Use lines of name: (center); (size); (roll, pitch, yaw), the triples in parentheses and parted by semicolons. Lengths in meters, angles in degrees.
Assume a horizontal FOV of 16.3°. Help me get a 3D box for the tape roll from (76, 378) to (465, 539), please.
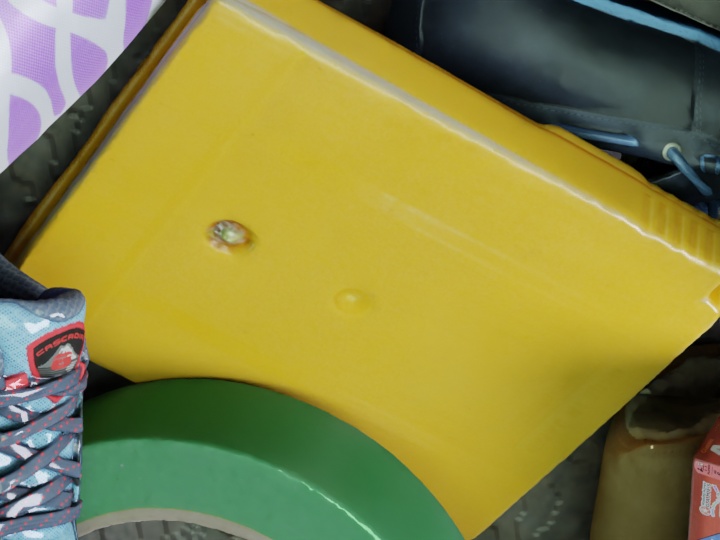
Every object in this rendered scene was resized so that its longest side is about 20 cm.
tape roll: (-0.052, 0.138, 0.880); (0.200, 0.048, 0.201); (6, 115, 14)

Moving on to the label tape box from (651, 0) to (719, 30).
label tape box: (0.146, -0.147, 0.806); (0.199, 0.063, 0.145); (22, 109, -13)

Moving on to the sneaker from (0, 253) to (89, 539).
sneaker: (-0.124, 0.044, 0.796); (0.095, 0.079, 0.200); (-27, 92, 25)

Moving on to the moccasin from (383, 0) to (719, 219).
moccasin: (0.102, -0.051, 0.842); (0.199, 0.080, 0.068); (21, 101, 1)

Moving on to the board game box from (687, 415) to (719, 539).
board game box: (0.138, 0.111, 0.872); (0.019, 0.103, 0.201); (16, 132, 23)

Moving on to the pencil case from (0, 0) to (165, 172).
pencil case: (-0.125, -0.073, 0.745); (0.200, 0.085, 0.084); (-47, 149, -20)

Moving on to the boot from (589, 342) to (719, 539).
boot: (0.086, 0.142, 0.883); (0.066, 0.175, 0.201); (19, 117, 23)

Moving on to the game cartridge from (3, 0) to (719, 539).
game cartridge: (0.000, 0.000, 0.835); (0.200, 0.033, 0.176); (27, 135, -17)
